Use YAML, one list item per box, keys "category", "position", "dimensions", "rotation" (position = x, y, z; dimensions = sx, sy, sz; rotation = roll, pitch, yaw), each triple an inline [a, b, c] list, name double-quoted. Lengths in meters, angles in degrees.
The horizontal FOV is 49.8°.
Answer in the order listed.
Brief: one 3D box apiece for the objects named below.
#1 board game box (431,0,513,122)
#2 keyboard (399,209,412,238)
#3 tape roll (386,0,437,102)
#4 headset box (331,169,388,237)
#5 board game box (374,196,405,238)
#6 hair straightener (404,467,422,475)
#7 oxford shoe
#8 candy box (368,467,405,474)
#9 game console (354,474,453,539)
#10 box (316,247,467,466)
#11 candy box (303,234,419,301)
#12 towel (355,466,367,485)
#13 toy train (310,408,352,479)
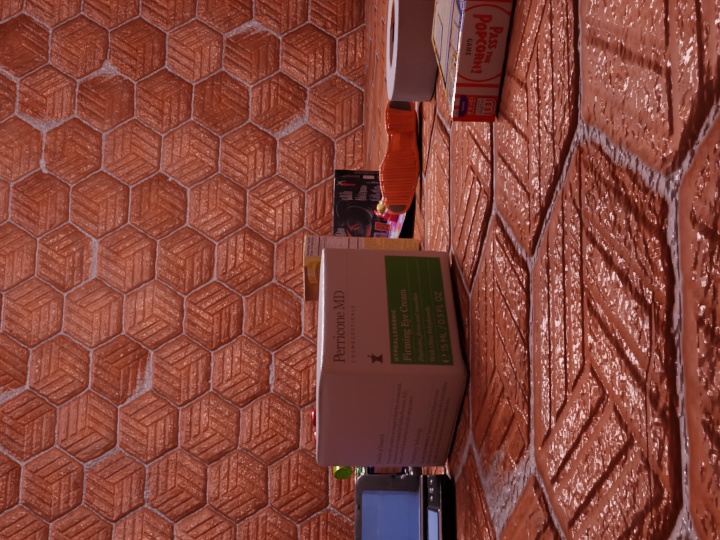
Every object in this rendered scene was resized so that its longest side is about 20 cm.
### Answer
- category: "board game box"
  position: [0.107, -0.263, 0.769]
  dimensions: [0.202, 0.045, 0.154]
  rotation: [-92, 4, -51]
- category: "keyboard"
  position: [0.071, -0.042, 1.512]
  dimensions: [0.105, 0.039, 0.203]
  rotation: [-93, 6, -49]
- category: "tape roll"
  position: [0.079, -0.366, 1.201]
  dimensions: [0.200, 0.065, 0.205]
  rotation: [180, 90, -87]
- category: "headset box"
  position: [0.012, -0.106, 1.652]
  dimensions: [0.075, 0.145, 0.204]
  rotation: [-93, 4, -68]
- category: "board game box"
  position: [0.056, -0.141, 1.477]
  dimensions: [0.159, 0.038, 0.203]
  rotation: [114, 164, -55]
- category: "hair straightener"
  position: [0.086, 0.286, 1.177]
  dimensions: [0.078, 0.040, 0.203]
  rotation: [94, 172, -51]
- category: "oxford shoe"
  position: [0.077, -0.194, 1.343]
  dimensions: [0.073, 0.070, 0.205]
  rotation: [20, -105, -72]
- category: "candy box"
  position: [0.048, 0.297, 1.480]
  dimensions: [0.170, 0.075, 0.204]
  rotation: [93, 176, -60]
- category: "game console"
  position: [0.051, 0.364, 0.984]
  dimensions: [0.176, 0.114, 0.205]
  rotation: [101, 170, -75]
- category: "box"
  position: [0.029, 0.109, 0.973]
  dimensions: [0.202, 0.167, 0.202]
  rotation: [94, 176, -46]
- category: "candy box"
  position: [0.000, 0.000, 1.336]
  dimensions: [0.117, 0.195, 0.056]
  rotation: [94, 177, -48]
- category: "towel"
  position: [0.000, 0.358, 1.468]
  dimensions: [0.202, 0.023, 0.154]
  rotation: [-92, 1, -46]
- category: "toy train"
  position: [-0.042, 0.355, 1.509]
  dimensions: [0.202, 0.083, 0.117]
  rotation: [88, 168, -46]
